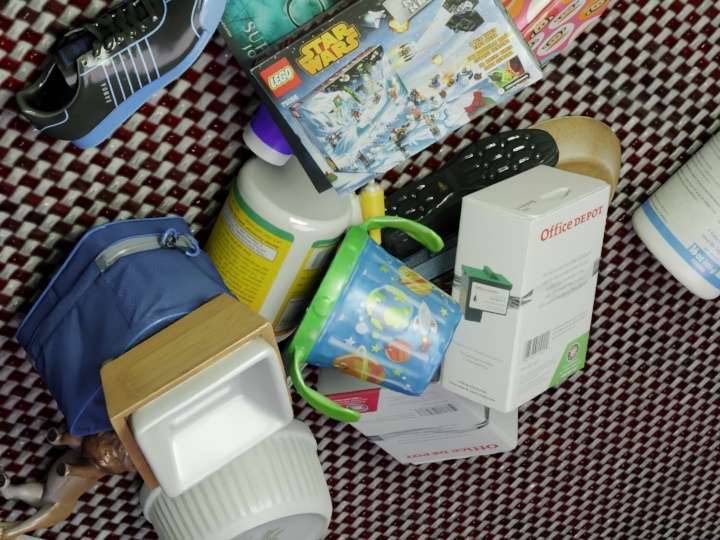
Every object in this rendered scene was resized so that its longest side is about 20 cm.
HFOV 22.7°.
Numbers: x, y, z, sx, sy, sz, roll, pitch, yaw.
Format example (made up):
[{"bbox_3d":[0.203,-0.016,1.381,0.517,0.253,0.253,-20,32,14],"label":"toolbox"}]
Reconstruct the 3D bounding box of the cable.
[{"bbox_3d":[0.000,0.000,1.736,0.097,0.050,0.200,-21,106,1],"label":"cable"}]

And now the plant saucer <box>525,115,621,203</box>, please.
[{"bbox_3d":[0.192,-0.072,1.861,0.200,0.035,0.200,-18,139,-16],"label":"plant saucer"}]

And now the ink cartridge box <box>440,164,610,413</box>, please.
[{"bbox_3d":[0.157,0.013,1.702,0.146,0.084,0.200,-23,126,-49],"label":"ink cartridge box"}]

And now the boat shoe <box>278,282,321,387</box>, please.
[{"bbox_3d":[-0.087,0.079,1.804,0.062,0.075,0.200,25,123,-32],"label":"boat shoe"}]

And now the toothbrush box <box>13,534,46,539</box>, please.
[{"bbox_3d":[-0.333,0.379,1.949,0.146,0.085,0.200,-46,140,19],"label":"toothbrush box"}]

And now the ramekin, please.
[{"bbox_3d":[-0.125,0.252,1.902,0.200,0.105,0.200,-21,155,-10],"label":"ramekin"}]

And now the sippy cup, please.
[{"bbox_3d":[0.018,0.047,1.639,0.130,0.140,0.178,27,104,-2],"label":"sippy cup"}]

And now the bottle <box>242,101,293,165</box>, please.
[{"bbox_3d":[-0.029,-0.180,1.558,0.200,0.084,0.065,-52,174,22],"label":"bottle"}]

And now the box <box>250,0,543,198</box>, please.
[{"bbox_3d":[0.029,-0.167,1.467,0.200,0.040,0.137,-30,111,15],"label":"box"}]

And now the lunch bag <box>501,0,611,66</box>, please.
[{"bbox_3d":[0.137,-0.217,1.608,0.200,0.082,0.176,-40,165,10],"label":"lunch bag"}]

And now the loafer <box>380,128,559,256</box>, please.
[{"bbox_3d":[0.106,-0.076,1.777,0.200,0.068,0.070,-28,150,4],"label":"loafer"}]

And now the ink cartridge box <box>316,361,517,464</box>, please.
[{"bbox_3d":[0.065,0.129,1.907,0.145,0.083,0.200,-10,151,26],"label":"ink cartridge box"}]

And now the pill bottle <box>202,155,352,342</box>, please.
[{"bbox_3d":[-0.094,-0.002,1.681,0.113,0.113,0.200,1,131,-35],"label":"pill bottle"}]

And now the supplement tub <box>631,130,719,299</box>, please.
[{"bbox_3d":[0.403,-0.078,1.920,0.200,0.132,0.132,-45,140,17],"label":"supplement tub"}]

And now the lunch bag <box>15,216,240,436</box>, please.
[{"bbox_3d":[-0.213,0.037,1.625,0.136,0.132,0.200,-6,142,-52],"label":"lunch bag"}]

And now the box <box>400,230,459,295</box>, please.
[{"bbox_3d":[0.125,0.008,1.840,0.137,0.038,0.200,-29,156,28],"label":"box"}]

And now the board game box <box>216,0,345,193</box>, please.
[{"bbox_3d":[-0.026,-0.178,1.503,0.135,0.028,0.200,-26,111,16],"label":"board game box"}]

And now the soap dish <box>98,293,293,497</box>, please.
[{"bbox_3d":[-0.145,0.111,1.588,0.157,0.081,0.200,-32,158,-10],"label":"soap dish"}]

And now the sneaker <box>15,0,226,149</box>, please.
[{"bbox_3d":[-0.195,-0.181,1.456,0.200,0.070,0.078,-45,145,16],"label":"sneaker"}]

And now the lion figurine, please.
[{"bbox_3d":[-0.294,0.212,1.823,0.200,0.073,0.122,-34,157,26],"label":"lion figurine"}]
